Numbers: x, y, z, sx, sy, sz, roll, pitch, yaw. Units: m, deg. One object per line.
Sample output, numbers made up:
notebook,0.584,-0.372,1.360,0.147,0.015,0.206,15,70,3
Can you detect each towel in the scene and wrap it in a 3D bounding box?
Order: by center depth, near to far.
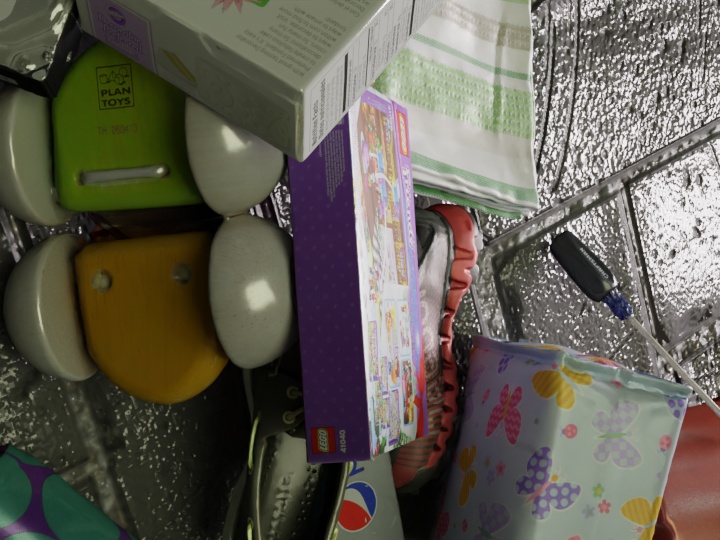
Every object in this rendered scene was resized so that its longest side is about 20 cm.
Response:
towel,0.069,-0.145,0.900,0.148,0.031,0.203,12,73,-39

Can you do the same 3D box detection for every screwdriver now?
screwdriver,0.213,0.047,0.982,0.028,0.200,0.029,-47,160,23

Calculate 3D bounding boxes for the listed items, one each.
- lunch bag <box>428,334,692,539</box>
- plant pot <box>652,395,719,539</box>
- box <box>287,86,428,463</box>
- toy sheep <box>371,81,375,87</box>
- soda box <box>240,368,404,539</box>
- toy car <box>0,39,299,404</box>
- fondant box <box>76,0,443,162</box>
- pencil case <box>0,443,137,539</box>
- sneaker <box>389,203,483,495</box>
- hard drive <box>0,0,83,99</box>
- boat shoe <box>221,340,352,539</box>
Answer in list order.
lunch bag,0.122,0.135,0.885,0.126,0.200,0.172,15,86,-17
plant pot,0.260,0.190,1.012,0.193,0.200,0.204,-1,95,-28
box,0.000,0.000,0.729,0.137,0.039,0.203,7,79,-74
toy sheep,-0.041,-0.185,0.781,0.137,0.137,0.202,19,58,-36
soda box,-0.026,0.114,0.854,0.068,0.063,0.202,-19,105,-31
toy car,-0.108,-0.034,0.740,0.150,0.173,0.203,-37,121,-68
fondant box,-0.030,-0.170,0.666,0.200,0.143,0.058,-51,163,-28
pencil case,-0.155,0.184,0.722,0.200,0.092,0.085,42,41,-11
sneaker,0.023,0.049,0.883,0.097,0.070,0.203,10,86,-37
hard drive,-0.188,-0.206,0.675,0.138,0.038,0.202,20,79,1
boat shoe,-0.035,0.096,0.773,0.071,0.060,0.204,9,93,-26
